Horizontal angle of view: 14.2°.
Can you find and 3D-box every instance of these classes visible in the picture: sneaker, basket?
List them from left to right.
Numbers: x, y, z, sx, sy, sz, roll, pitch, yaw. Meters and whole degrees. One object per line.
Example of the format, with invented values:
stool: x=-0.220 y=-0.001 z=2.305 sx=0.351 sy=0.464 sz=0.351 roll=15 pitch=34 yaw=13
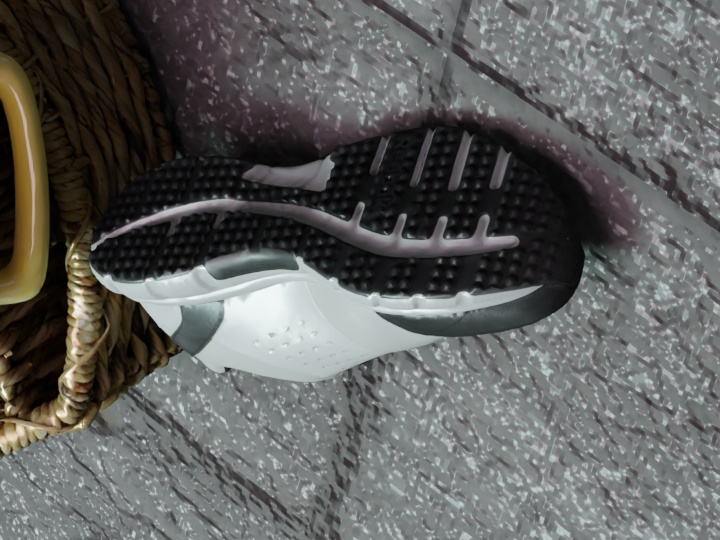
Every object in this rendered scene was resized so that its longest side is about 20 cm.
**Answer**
basket: x=-0.164 y=-0.027 z=1.097 sx=0.142 sy=0.149 sz=0.201 roll=-1 pitch=111 yaw=45
sneaker: x=0.000 y=0.000 z=1.025 sx=0.199 sy=0.074 sz=0.080 roll=2 pitch=143 yaw=39

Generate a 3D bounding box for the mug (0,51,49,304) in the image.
mug: x=-0.223 y=-0.032 z=1.020 sx=0.149 sy=0.186 sz=0.154 roll=5 pitch=102 yaw=42
